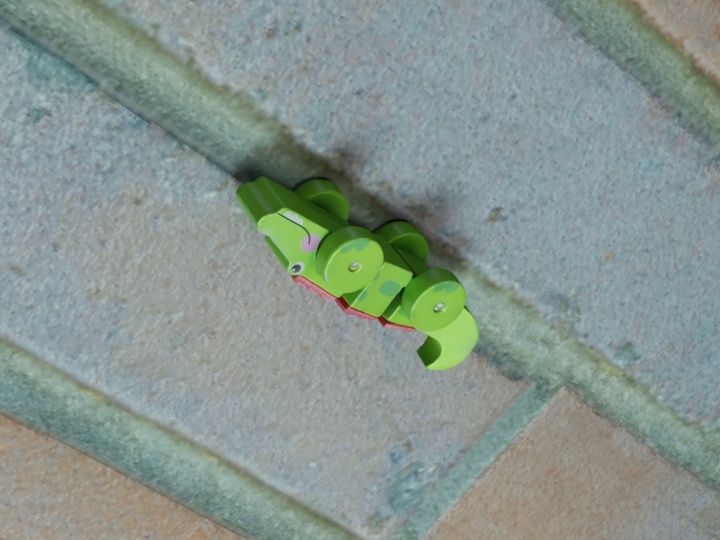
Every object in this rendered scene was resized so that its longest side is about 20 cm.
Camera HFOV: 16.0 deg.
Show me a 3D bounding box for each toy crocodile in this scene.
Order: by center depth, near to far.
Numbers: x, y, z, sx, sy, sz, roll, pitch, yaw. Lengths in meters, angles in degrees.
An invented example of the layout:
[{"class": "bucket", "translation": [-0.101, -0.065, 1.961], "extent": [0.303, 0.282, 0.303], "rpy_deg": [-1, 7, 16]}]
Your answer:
[{"class": "toy crocodile", "translation": [0.000, 0.000, 1.508], "extent": [0.200, 0.068, 0.062], "rpy_deg": [27, 108, -44]}]
